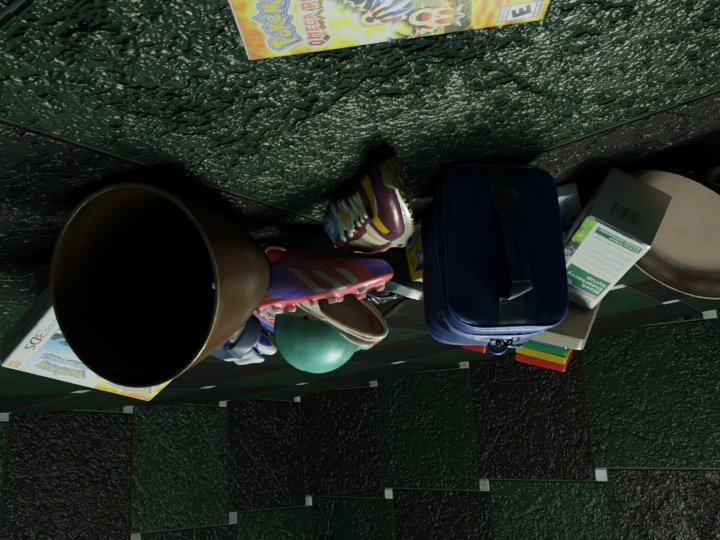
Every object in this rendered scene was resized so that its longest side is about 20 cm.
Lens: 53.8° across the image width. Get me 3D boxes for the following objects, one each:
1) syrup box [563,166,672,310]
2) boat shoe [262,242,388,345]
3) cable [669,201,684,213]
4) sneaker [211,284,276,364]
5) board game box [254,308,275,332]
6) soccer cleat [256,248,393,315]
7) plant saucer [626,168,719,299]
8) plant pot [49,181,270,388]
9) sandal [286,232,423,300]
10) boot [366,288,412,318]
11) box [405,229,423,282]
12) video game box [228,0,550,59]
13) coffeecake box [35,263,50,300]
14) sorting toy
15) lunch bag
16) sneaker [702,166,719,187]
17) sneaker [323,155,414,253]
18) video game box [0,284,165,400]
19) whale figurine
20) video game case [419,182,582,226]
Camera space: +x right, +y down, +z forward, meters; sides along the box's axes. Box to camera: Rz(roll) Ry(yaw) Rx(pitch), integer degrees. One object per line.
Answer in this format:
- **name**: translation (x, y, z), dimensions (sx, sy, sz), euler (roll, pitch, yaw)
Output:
- **syrup box**: translation (0.300, -0.032, 0.890), dimensions (0.078, 0.082, 0.201), euler (29, 157, 10)
- **boat shoe**: translation (-0.050, 0.029, 0.917), dimensions (0.199, 0.072, 0.063), euler (37, 166, -7)
- **cable**: translation (0.428, -0.041, 0.924), dimensions (0.163, 0.051, 0.200), euler (43, 174, -19)
- **sneaker**: translation (-0.174, 0.065, 0.984), dimensions (0.145, 0.081, 0.200), euler (23, 145, -10)
- **board game box**: translation (-0.126, 0.043, 1.088), dimensions (0.133, 0.029, 0.200), euler (-15, 151, 24)
- **soccer cleat**: translation (-0.053, 0.003, 0.817), dimensions (0.198, 0.078, 0.066), euler (-13, 175, 36)
- **plant saucer**: translation (0.389, -0.049, 0.858), dimensions (0.032, 0.200, 0.200), euler (-44, 179, -20)
- **plant pot**: translation (-0.178, 0.007, 0.742), dimensions (0.185, 0.189, 0.200), euler (-13, 180, 20)
- **sandal**: translation (0.000, 0.000, 0.915), dimensions (0.198, 0.076, 0.043), euler (16, 123, -12)
- **boot**: translation (-0.002, 0.023, 1.067), dimensions (0.156, 0.080, 0.211), euler (-2, 161, -34)
- **box**: translation (0.154, -0.019, 0.942), dimensions (0.198, 0.065, 0.070), euler (3, 163, -41)
- **video game box**: translation (0.016, -0.177, 0.327), dimensions (0.180, 0.047, 0.200), euler (-6, 166, 1)
- **coffeecake box**: translation (-0.338, 0.046, 0.967), dimensions (0.151, 0.074, 0.200), euler (-5, 166, -12)
- **sorting toy**: translation (0.240, 0.058, 1.033), dimensions (0.198, 0.070, 0.199), euler (11, -150, 24)
- **lunch bag**: translation (0.140, -0.009, 0.760), dimensions (0.134, 0.203, 0.132), euler (-1, 163, -5)
- **sneaker**: translation (0.507, -0.109, 0.848), dimensions (0.198, 0.071, 0.080), euler (-12, 163, 18)
- **sneaker**: translation (0.004, -0.057, 0.752), dimensions (0.089, 0.076, 0.200), euler (-12, 166, -2)
- **video game box**: translation (-0.294, 0.077, 0.853), dimensions (0.199, 0.047, 0.182), euler (24, 130, -39)
- **whale figurine**: translation (-0.055, 0.105, 1.055), dimensions (0.157, 0.105, 0.200), euler (10, 166, 15)
- **video game case**: translation (0.192, -0.066, 0.945), dimensions (0.198, 0.018, 0.143), euler (-13, 166, 18)
